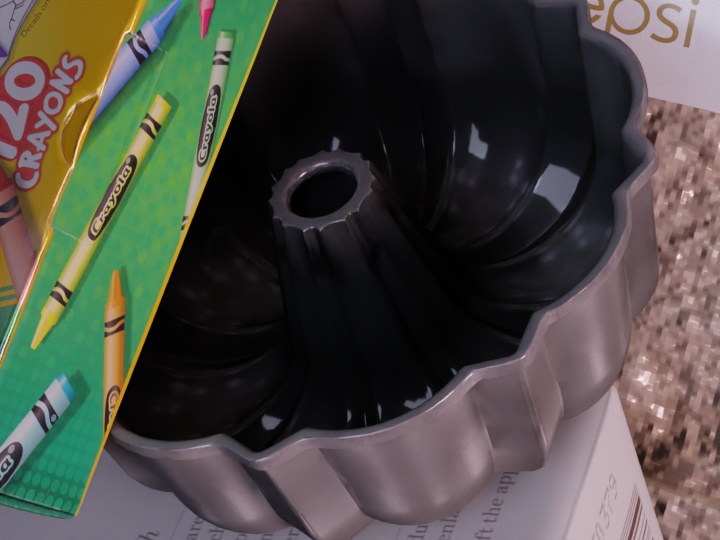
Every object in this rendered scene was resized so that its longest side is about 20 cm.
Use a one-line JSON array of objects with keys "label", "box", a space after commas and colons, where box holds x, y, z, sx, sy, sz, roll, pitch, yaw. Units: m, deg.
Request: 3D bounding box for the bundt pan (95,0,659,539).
[{"label": "bundt pan", "box": [0.000, 0.000, 0.821, 0.201, 0.203, 0.076, 0, 139, 25]}]

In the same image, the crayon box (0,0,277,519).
[{"label": "crayon box", "box": [-0.102, -0.045, 0.768, 0.118, 0.058, 0.201, 19, 86, 35]}]

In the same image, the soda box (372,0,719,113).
[{"label": "soda box", "box": [0.065, -0.101, 0.888, 0.199, 0.064, 0.069, 15, 102, 22]}]

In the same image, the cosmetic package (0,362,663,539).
[{"label": "cosmetic package", "box": [-0.013, 0.142, 0.864, 0.199, 0.165, 0.165, 1, 137, 25]}]
